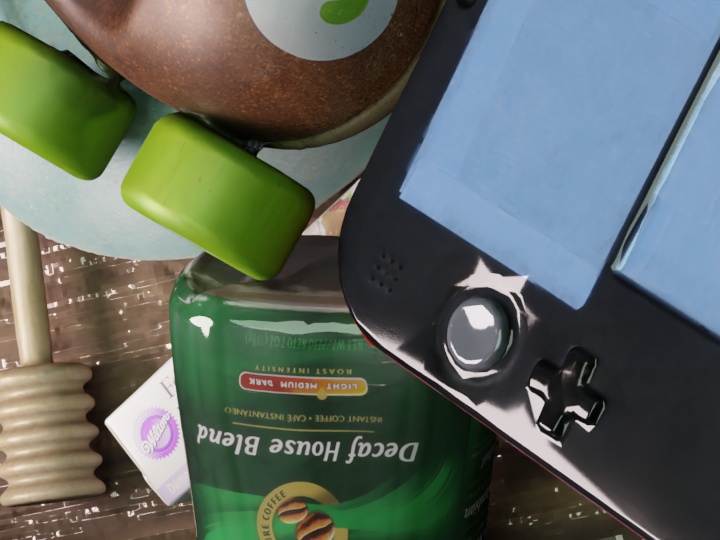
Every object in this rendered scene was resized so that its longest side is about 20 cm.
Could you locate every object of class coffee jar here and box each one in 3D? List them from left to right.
[{"bbox_3d":[-0.006,0.093,0.853,0.104,0.085,0.200,2,106,10],"label":"coffee jar"}]

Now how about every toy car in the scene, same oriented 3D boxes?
[{"bbox_3d":[-0.075,-0.118,0.765,0.158,0.200,0.164,29,88,37],"label":"toy car"}]

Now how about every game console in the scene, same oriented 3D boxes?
[{"bbox_3d":[0.087,-0.040,0.716,0.177,0.031,0.200,36,106,41],"label":"game console"}]

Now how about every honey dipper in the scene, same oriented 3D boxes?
[{"bbox_3d":[-0.118,-0.018,0.948,0.038,0.038,0.200,-9,84,22],"label":"honey dipper"}]

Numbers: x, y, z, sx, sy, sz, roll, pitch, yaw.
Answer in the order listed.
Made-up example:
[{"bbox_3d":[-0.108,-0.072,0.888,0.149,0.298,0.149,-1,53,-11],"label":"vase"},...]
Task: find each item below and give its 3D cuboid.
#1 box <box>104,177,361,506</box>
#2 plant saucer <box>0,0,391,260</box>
[{"bbox_3d":[0.000,0.000,0.896,0.200,0.041,0.039,-43,76,16],"label":"box"},{"bbox_3d":[-0.066,-0.105,0.897,0.201,0.039,0.201,-5,76,19],"label":"plant saucer"}]
